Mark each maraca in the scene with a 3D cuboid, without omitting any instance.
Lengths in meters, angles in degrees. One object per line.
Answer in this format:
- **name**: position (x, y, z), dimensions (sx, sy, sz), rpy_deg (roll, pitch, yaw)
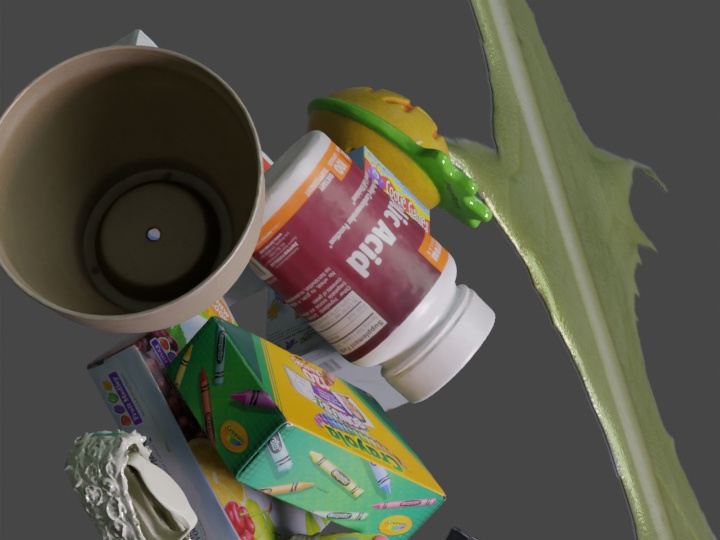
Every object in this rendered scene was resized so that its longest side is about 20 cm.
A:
- **maraca**: position (0.032, -0.097, 1.914), dimensions (0.107, 0.200, 0.137), rpy_deg (-55, 147, -12)

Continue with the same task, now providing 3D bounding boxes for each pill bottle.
- **pill bottle**: position (0.000, 0.000, 1.634), dimensions (0.200, 0.114, 0.114), rpy_deg (43, 31, -10)

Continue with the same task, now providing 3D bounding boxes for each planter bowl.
- **planter bowl**: position (-0.156, -0.041, 1.524), dimensions (0.135, 0.199, 0.201), rpy_deg (66, 8, -70)

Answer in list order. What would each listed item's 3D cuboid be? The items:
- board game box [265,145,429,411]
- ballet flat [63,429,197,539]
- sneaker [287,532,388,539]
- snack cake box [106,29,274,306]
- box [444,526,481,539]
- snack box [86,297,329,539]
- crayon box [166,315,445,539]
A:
- **board game box**: position (-0.009, 0.015, 1.806), dimensions (0.103, 0.105, 0.201), rpy_deg (42, 35, -38)
- **ballet flat**: position (-0.133, 0.195, 1.477), dimensions (0.201, 0.072, 0.072), rpy_deg (59, 27, -12)
- **sneaker**: position (0.021, 0.271, 1.574), dimensions (0.200, 0.090, 0.078), rpy_deg (59, 27, -27)
- **snack cake box**: position (-0.141, -0.078, 1.690), dimensions (0.200, 0.067, 0.115), rpy_deg (45, 31, -34)
- **box**: position (0.163, 0.325, 1.731), dimensions (0.198, 0.124, 0.200), rpy_deg (30, -2, 45)
- **snack box**: position (-0.107, 0.128, 1.592), dimensions (0.201, 0.053, 0.142), rpy_deg (62, 26, -6)
- **crayon box**: position (-0.038, 0.119, 1.552), dimensions (0.200, 0.058, 0.119), rpy_deg (30, 17, -48)
